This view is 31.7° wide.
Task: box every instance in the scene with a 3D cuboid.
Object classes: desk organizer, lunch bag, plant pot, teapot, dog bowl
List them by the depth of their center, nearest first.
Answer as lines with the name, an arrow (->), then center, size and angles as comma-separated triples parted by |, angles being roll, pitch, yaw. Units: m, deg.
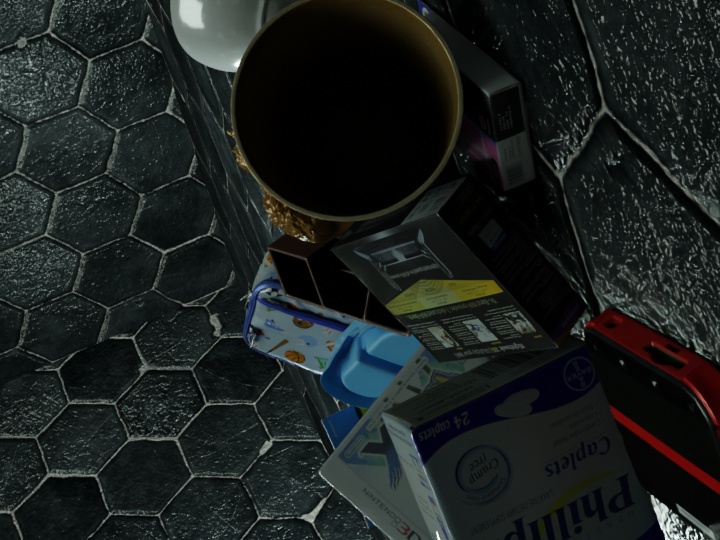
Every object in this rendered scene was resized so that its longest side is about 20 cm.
plant pot -> -0.004, -0.126, 1.102 | 0.200, 0.186, 0.187 | 37, -152, -84
desk organizer -> 0.000, 0.000, 1.302 | 0.200, 0.077, 0.072 | 16, 134, 46
dog bowl -> 0.033, 0.087, 1.382 | 0.200, 0.111, 0.050 | -48, 27, 51
lunch bag -> -0.041, 0.054, 1.466 | 0.160, 0.200, 0.076 | 114, 173, -54
teapot -> -0.114, -0.310, 1.470 | 0.146, 0.198, 0.200 | 21, -176, 22

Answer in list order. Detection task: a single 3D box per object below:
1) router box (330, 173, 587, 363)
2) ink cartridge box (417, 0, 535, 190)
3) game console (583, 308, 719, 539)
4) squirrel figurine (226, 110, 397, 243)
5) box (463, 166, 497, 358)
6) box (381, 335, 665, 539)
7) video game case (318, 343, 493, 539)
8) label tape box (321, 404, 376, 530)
router box -> 0.082, 0.005, 1.123 | 0.157, 0.052, 0.200 | 47, 155, -14
ink cartridge box -> 0.087, -0.156, 1.099 | 0.200, 0.037, 0.095 | -123, 14, -52
game console -> 0.243, 0.126, 0.958 | 0.177, 0.031, 0.200 | 65, 171, -19
squirrel figurine -> -0.023, -0.132, 1.259 | 0.141, 0.200, 0.187 | 21, 121, 54
box -> 0.122, 0.004, 1.234 | 0.200, 0.048, 0.117 | 80, 164, -46
box -> 0.145, 0.185, 1.132 | 0.200, 0.184, 0.105 | 67, 168, -8
video game case -> 0.088, 0.181, 1.237 | 0.182, 0.200, 0.022 | 40, -176, 11
label tape box -> 0.067, 0.199, 1.508 | 0.063, 0.200, 0.144 | 142, 104, -80
